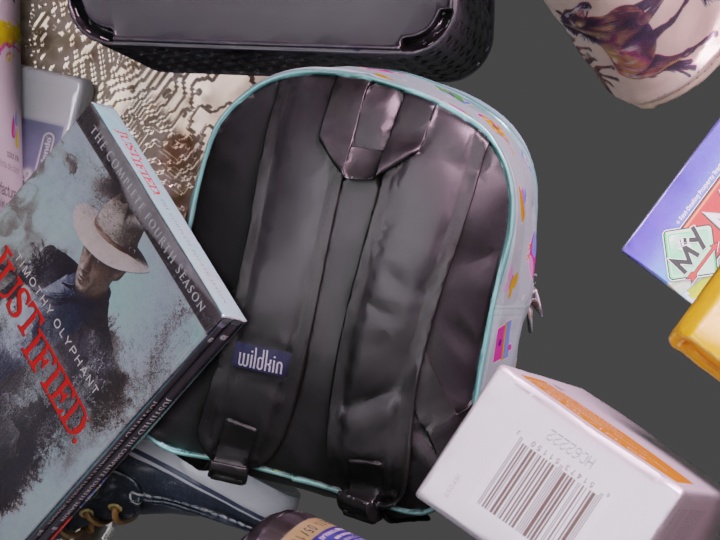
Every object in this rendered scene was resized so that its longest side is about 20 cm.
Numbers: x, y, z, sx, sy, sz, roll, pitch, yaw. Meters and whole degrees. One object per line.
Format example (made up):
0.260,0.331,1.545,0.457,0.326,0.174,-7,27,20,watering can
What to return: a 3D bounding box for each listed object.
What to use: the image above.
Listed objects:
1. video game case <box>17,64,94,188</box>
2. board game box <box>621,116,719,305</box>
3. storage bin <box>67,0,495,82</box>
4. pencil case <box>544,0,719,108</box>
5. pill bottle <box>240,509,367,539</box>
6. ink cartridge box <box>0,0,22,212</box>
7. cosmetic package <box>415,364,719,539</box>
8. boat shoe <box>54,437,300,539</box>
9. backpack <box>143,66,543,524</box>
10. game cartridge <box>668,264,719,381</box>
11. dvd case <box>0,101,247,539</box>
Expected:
-0.248,-0.022,1.467,0.181,0.023,0.201,13,89,15,video game case
0.239,-0.048,1.340,0.134,0.029,0.200,37,95,14,board game box
-0.036,-0.171,1.390,0.199,0.094,0.136,3,86,14,storage bin
0.104,-0.177,1.313,0.078,0.090,0.200,-16,119,43,pencil case
0.034,0.184,1.127,0.199,0.112,0.112,22,91,18,pill bottle
-0.230,-0.109,1.385,0.083,0.145,0.201,-3,83,13,ink cartridge box
0.104,0.104,1.272,0.101,0.200,0.071,34,93,14,cosmetic package
-0.133,0.108,1.398,0.199,0.071,0.091,23,93,11,boat shoe
0.000,0.000,1.331,0.175,0.153,0.201,14,104,15,backpack
0.267,0.005,1.268,0.176,0.032,0.200,36,77,3,game cartridge
-0.152,0.039,1.330,0.200,0.022,0.146,-46,57,21,dvd case
